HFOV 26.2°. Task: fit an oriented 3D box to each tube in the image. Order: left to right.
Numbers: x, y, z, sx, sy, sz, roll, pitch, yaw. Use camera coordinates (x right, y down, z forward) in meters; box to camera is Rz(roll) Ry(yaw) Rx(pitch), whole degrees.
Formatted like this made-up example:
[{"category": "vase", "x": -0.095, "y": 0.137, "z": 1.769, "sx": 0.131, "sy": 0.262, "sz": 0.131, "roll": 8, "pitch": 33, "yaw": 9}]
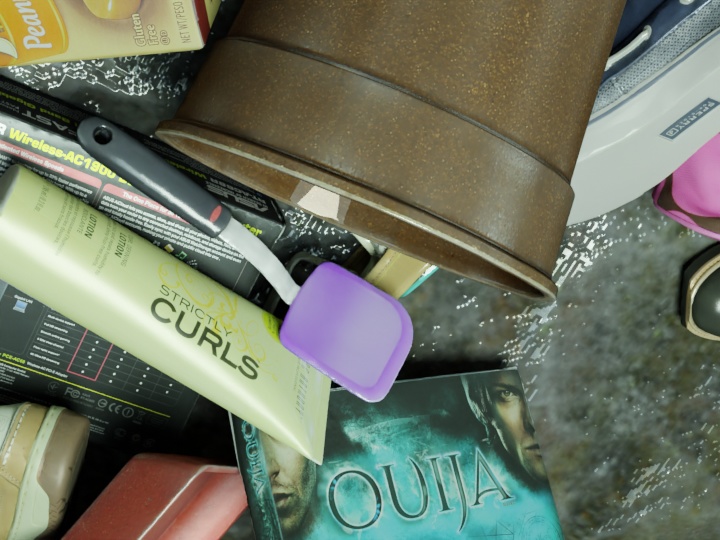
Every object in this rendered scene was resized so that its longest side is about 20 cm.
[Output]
[{"category": "tube", "x": -0.093, "y": 0.019, "z": 0.751, "sx": 0.199, "sy": 0.052, "sz": 0.058, "roll": 33, "pitch": 79, "yaw": -22}]

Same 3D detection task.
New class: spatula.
[{"category": "spatula", "x": -0.057, "y": -0.012, "z": 0.761, "sx": 0.200, "sy": 0.021, "sz": 0.057, "roll": 39, "pitch": 63, "yaw": -17}]

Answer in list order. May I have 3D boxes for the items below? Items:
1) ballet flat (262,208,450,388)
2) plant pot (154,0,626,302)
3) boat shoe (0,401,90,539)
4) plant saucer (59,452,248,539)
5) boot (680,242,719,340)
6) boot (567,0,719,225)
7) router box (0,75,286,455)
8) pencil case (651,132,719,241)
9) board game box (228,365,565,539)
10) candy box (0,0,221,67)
[{"category": "ballet flat", "x": 0.000, "y": 0.000, "z": 0.838, "sx": 0.063, "sy": 0.069, "sz": 0.200, "roll": 39, "pitch": 98, "yaw": -13}, {"category": "plant pot", "x": 0.034, "y": -0.114, "z": 0.718, "sx": 0.199, "sy": 0.200, "sz": 0.199, "roll": 24, "pitch": 86, "yaw": -23}, {"category": "boat shoe", "x": -0.191, "y": 0.126, "z": 0.817, "sx": 0.076, "sy": 0.072, "sz": 0.201, "roll": 17, "pitch": 137, "yaw": -4}, {"category": "plant saucer", "x": -0.137, "y": 0.168, "z": 0.813, "sx": 0.037, "sy": 0.200, "sz": 0.200, "roll": 41, "pitch": 89, "yaw": 10}, {"category": "boot", "x": 0.299, "y": 0.026, "z": 0.889, "sx": 0.199, "sy": 0.138, "sz": 0.078, "roll": -9, "pitch": 116, "yaw": -10}, {"category": "boot", "x": 0.147, "y": -0.105, "z": 0.833, "sx": 0.200, "sy": 0.091, "sz": 0.073, "roll": -34, "pitch": 146, "yaw": 31}, {"category": "router box", "x": -0.159, "y": -0.004, "z": 0.791, "sx": 0.199, "sy": 0.062, "sz": 0.150, "roll": 22, "pitch": 107, "yaw": -23}, {"category": "pencil case", "x": 0.236, "y": -0.107, "z": 0.837, "sx": 0.090, "sy": 0.094, "sz": 0.201, "roll": 12, "pitch": 109, "yaw": -20}, {"category": "board game box", "x": 0.027, "y": 0.126, "z": 0.834, "sx": 0.199, "sy": 0.028, "sz": 0.136, "roll": -3, "pitch": 74, "yaw": -42}, {"category": "candy box", "x": -0.171, "y": -0.151, "z": 0.686, "sx": 0.198, "sy": 0.055, "sz": 0.116, "roll": -4, "pitch": 122, "yaw": 8}]
